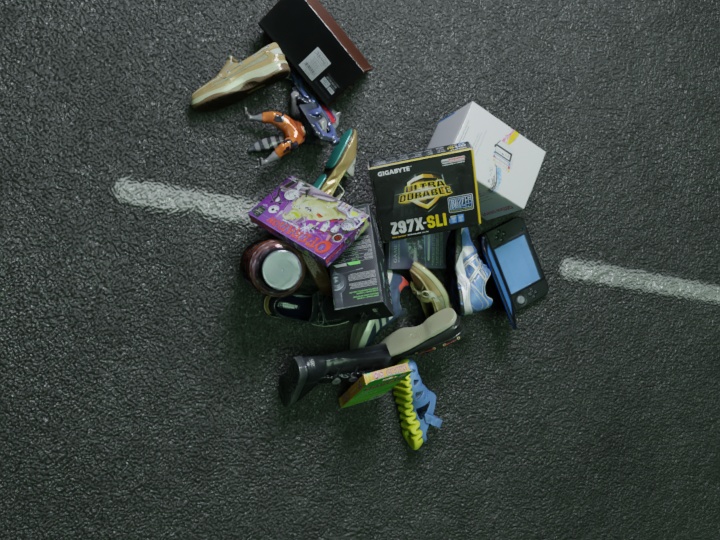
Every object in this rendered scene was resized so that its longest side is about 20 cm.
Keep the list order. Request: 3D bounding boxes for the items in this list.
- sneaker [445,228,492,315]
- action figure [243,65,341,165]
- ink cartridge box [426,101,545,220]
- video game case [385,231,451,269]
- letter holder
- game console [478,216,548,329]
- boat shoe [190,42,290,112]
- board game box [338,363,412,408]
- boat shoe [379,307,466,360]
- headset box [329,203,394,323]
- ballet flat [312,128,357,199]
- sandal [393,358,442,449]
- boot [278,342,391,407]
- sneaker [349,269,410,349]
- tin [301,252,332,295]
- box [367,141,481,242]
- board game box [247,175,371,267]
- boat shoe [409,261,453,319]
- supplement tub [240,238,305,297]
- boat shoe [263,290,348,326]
[{"bbox_3d":[0.228,-0.006,1.282,0.077,0.076,0.201,-4,81,-7],"label":"sneaker"},{"bbox_3d":[-0.133,-0.298,1.206,0.193,0.105,0.201,-15,68,-22],"label":"action figure"},{"bbox_3d":[0.251,-0.223,1.278,0.200,0.147,0.145,29,76,-17],"label":"ink cartridge box"},{"bbox_3d":[0.139,-0.074,1.299,0.199,0.019,0.144,-1,93,-32],"label":"video game case"},{"bbox_3d":[-0.081,-0.442,1.200,0.100,0.142,0.200,-37,101,21],"label":"letter holder"},{"bbox_3d":[0.345,0.001,1.342,0.170,0.118,0.201,-26,101,-14],"label":"game console"},{"bbox_3d":[-0.235,-0.368,1.152,0.199,0.072,0.076,-23,91,1],"label":"boat shoe"},{"bbox_3d":[0.027,0.229,1.213,0.095,0.200,0.030,-11,71,-23],"label":"board game box"},{"bbox_3d":[0.123,0.148,1.271,0.201,0.074,0.063,-27,121,21],"label":"boat shoe"},{"bbox_3d":[0.000,0.000,1.167,0.092,0.174,0.201,-10,76,7],"label":"headset box"},{"bbox_3d":[-0.051,-0.191,1.238,0.063,0.069,0.200,32,93,-25],"label":"ballet flat"},{"bbox_3d":[0.124,0.280,1.314,0.087,0.079,0.201,-16,106,-20],"label":"sandal"},{"bbox_3d":[-0.053,0.211,1.227,0.199,0.165,0.066,-7,63,-28],"label":"boot"},{"bbox_3d":[0.046,0.099,1.276,0.084,0.075,0.201,24,89,-21],"label":"sneaker"},{"bbox_3d":[-0.085,-0.040,1.192,0.042,0.112,0.200,-20,119,11],"label":"tin"},{"bbox_3d":[0.124,-0.149,1.176,0.199,0.049,0.160,-10,121,4],"label":"box"},{"bbox_3d":[-0.093,-0.093,1.091,0.120,0.200,0.032,-48,147,-20],"label":"board game box"},{"bbox_3d":[0.146,0.066,1.286,0.063,0.073,0.201,-38,130,-10],"label":"boat shoe"},{"bbox_3d":[-0.163,-0.007,1.136,0.107,0.200,0.107,-1,93,-17],"label":"supplement tub"},{"bbox_3d":[-0.094,0.076,1.236,0.199,0.062,0.075,6,89,-19],"label":"boat shoe"}]
